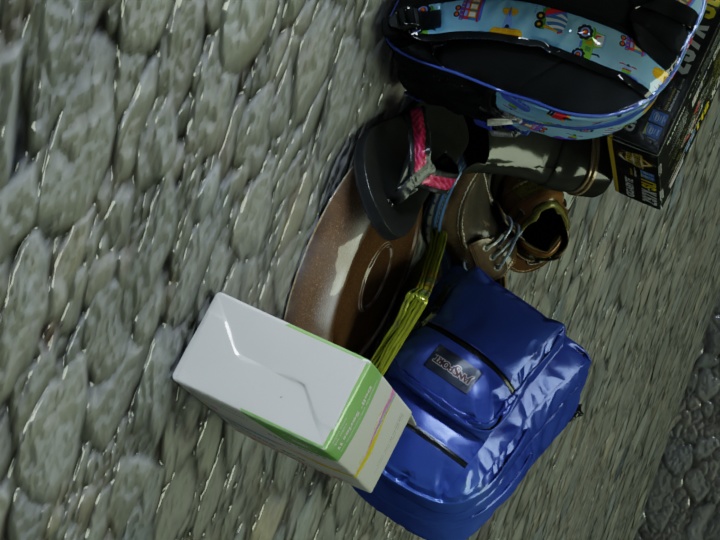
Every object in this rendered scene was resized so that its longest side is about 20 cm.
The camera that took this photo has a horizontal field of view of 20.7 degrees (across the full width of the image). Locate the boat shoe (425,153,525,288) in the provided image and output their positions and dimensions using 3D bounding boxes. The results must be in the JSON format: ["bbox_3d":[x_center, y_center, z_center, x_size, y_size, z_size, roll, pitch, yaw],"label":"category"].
[{"bbox_3d":[0.103,-0.029,1.690,0.072,0.072,0.200,-59,161,-25],"label":"boat shoe"}]

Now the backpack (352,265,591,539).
[{"bbox_3d":[0.072,0.109,1.634,0.200,0.162,0.168,-49,157,-20],"label":"backpack"}]

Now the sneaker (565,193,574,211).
[{"bbox_3d":[0.180,-0.078,1.865,0.200,0.076,0.116,-38,145,-64],"label":"sneaker"}]

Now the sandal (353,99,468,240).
[{"bbox_3d":[0.047,-0.089,1.439,0.075,0.045,0.200,64,31,-17],"label":"sandal"}]

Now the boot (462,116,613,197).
[{"bbox_3d":[0.140,-0.166,1.640,0.077,0.138,0.200,-31,-120,52],"label":"boot"}]

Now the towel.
[{"bbox_3d":[0.035,0.026,1.556,0.086,0.018,0.200,-58,-178,17],"label":"towel"}]

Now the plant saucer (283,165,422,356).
[{"bbox_3d":[0.000,0.000,1.483,0.200,0.032,0.200,-58,161,-33],"label":"plant saucer"}]

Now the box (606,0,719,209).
[{"bbox_3d":[0.263,-0.165,1.596,0.200,0.049,0.160,-64,167,-7],"label":"box"}]

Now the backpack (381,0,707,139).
[{"bbox_3d":[0.139,-0.177,1.390,0.183,0.200,0.135,-63,163,-16],"label":"backpack"}]

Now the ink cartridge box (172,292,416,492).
[{"bbox_3d":[-0.038,0.089,1.323,0.067,0.117,0.200,-63,163,-9],"label":"ink cartridge box"}]

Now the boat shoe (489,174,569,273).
[{"bbox_3d":[0.149,-0.036,1.755,0.072,0.068,0.200,-22,155,-2],"label":"boat shoe"}]
